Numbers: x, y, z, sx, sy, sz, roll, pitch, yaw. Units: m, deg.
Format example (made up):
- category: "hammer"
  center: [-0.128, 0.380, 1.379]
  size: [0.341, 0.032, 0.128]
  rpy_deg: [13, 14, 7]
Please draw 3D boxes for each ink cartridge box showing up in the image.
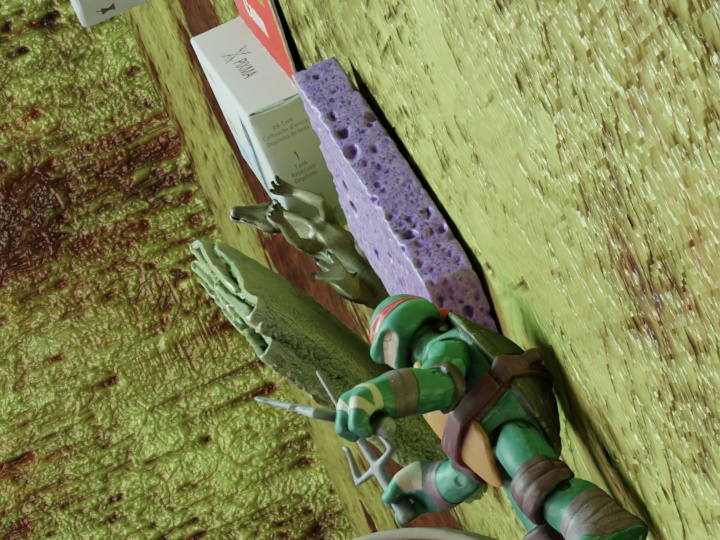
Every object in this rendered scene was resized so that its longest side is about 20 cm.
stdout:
- category: "ink cartridge box"
  center: [-0.071, -0.129, 1.657]
  size: [0.200, 0.045, 0.177]
  rpy_deg: [-127, 13, -67]

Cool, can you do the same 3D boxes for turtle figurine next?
- category: "turtle figurine"
  center: [0.042, 0.072, 1.113]
  size: [0.200, 0.101, 0.150]
  rpy_deg: [45, 179, 31]

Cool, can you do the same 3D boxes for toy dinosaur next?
- category: "toy dinosaur"
  center: [0.000, 0.000, 1.531]
  size: [0.200, 0.058, 0.101]
  rpy_deg: [42, 171, 25]

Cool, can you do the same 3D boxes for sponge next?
- category: "sponge"
  center: [0.023, -0.012, 1.304]
  size: [0.200, 0.030, 0.112]
  rpy_deg: [-119, 8, -50]

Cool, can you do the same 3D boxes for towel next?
- category: "towel"
  center: [-0.012, 0.057, 1.549]
  size: [0.200, 0.037, 0.148]
  rpy_deg: [39, -175, -29]

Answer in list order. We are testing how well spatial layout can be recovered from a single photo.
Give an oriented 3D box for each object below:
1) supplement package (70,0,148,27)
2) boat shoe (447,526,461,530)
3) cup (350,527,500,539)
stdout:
- category: "supplement package"
  center: [-0.128, -0.246, 1.283]
  size: [0.121, 0.119, 0.200]
  rpy_deg: [83, 163, -68]
- category: "boat shoe"
  center: [0.069, 0.216, 1.774]
  size: [0.200, 0.072, 0.068]
  rpy_deg: [60, -139, -75]
- category: "cup"
  center: [0.056, 0.220, 1.298]
  size: [0.201, 0.200, 0.143]
  rpy_deg: [65, -160, 8]
